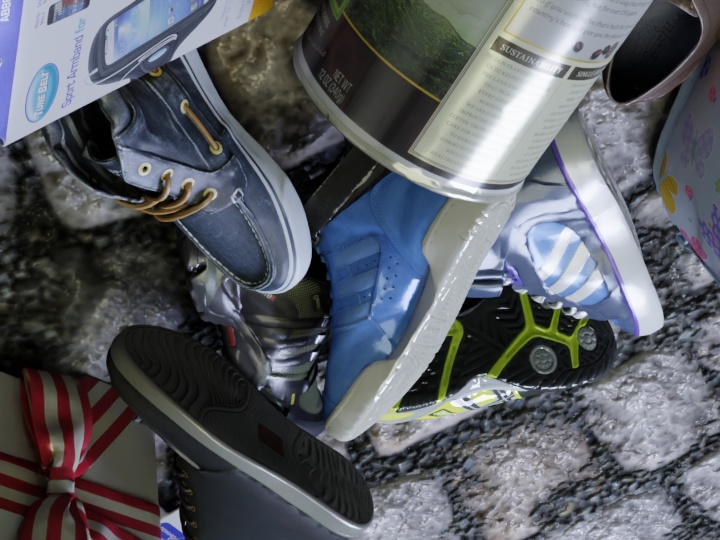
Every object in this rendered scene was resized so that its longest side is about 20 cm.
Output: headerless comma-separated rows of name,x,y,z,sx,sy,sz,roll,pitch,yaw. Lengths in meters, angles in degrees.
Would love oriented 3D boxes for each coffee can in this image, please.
coffee can,0.075,-0.155,0.815,0.146,0.147,0.200,16,124,-30

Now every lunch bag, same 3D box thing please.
lunch bag,0.267,-0.061,0.949,0.127,0.170,0.200,4,126,-24

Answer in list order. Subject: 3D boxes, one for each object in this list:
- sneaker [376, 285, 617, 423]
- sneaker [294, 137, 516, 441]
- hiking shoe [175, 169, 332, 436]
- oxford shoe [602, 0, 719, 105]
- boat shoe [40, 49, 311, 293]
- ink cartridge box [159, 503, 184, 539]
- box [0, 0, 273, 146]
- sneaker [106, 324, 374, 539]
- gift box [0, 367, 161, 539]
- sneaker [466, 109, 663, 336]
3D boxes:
sneaker,0.076,0.057,1.070,0.199,0.076,0.076,-5,165,-20
sneaker,0.001,0.000,0.929,0.077,0.111,0.200,-33,155,-50
hiking shoe,-0.039,0.031,0.990,0.100,0.076,0.200,-19,133,3
oxford shoe,0.196,-0.171,0.877,0.071,0.073,0.200,31,123,7
boat shoe,-0.103,-0.052,0.846,0.071,0.091,0.201,-15,117,36
ink cartridge box,-0.164,0.219,1.144,0.200,0.037,0.095,-32,132,14
box,-0.109,-0.137,0.731,0.200,0.041,0.119,-32,157,-37
sneaker,-0.096,0.122,0.961,0.106,0.075,0.200,-37,116,24
gift box,-0.215,0.169,0.991,0.200,0.185,0.187,20,130,-36
sneaker,0.098,-0.009,1.008,0.146,0.081,0.200,-21,137,12
